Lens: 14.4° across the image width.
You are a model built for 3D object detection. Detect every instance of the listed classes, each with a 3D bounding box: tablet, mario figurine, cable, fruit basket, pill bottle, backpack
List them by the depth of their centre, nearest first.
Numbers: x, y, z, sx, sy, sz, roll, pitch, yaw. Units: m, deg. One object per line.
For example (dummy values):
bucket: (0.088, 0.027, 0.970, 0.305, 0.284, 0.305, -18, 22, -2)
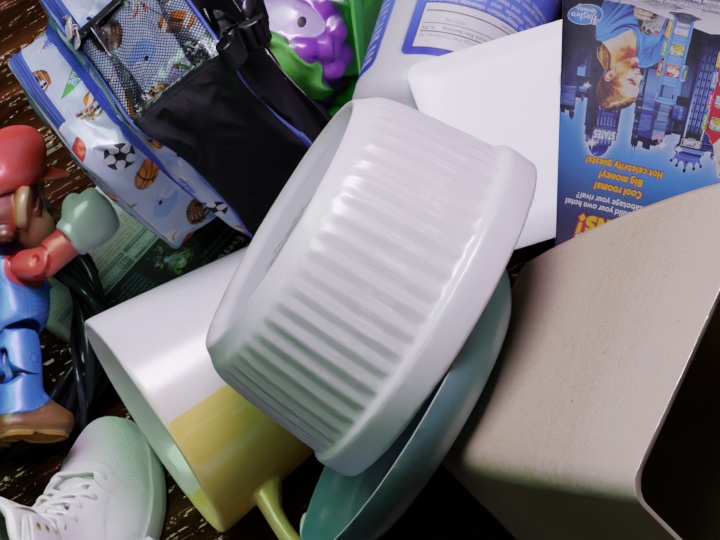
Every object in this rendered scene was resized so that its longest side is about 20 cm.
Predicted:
backpack: (-0.116, -0.121, 1.694, 0.154, 0.200, 0.191, -31, 58, 3)
tablet: (0.140, -0.093, 1.716, 0.200, 0.014, 0.130, -17, 75, -9)
mario figurine: (-0.206, 0.009, 1.773, 0.123, 0.106, 0.200, -1, 82, 4)
pill bottle: (0.058, -0.125, 1.793, 0.112, 0.112, 0.200, 0, 56, 28)
fruit basket: (-0.095, -0.132, 1.836, 0.215, 0.156, 0.216, -5, 25, 2)
cable: (-0.232, 0.042, 1.840, 0.163, 0.051, 0.200, -47, 52, 9)

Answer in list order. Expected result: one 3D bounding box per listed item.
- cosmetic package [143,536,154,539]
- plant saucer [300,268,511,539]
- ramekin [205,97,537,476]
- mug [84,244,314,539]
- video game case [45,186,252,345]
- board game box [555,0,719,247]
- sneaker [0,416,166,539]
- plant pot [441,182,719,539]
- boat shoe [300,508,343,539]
cosmetic package: (-0.152, 0.261, 1.588, 0.200, 0.052, 0.151, -48, 26, 1)
plant saucer: (0.030, 0.075, 1.559, 0.200, 0.027, 0.200, -58, 8, 12)
ramekin: (0.000, 0.000, 1.547, 0.200, 0.105, 0.200, -57, 9, 14)
mug: (-0.053, 0.069, 1.709, 0.153, 0.187, 0.149, -33, 13, -11)
video game case: (-0.114, -0.019, 1.864, 0.182, 0.023, 0.200, 30, 72, 41)
board game box: (0.190, -0.055, 1.633, 0.200, 0.062, 0.200, 15, 92, 33)
sneaker: (-0.180, 0.151, 1.703, 0.074, 0.116, 0.200, -9, 50, 25)
plant pot: (0.164, 0.083, 1.529, 0.177, 0.200, 0.200, 1, 55, 45)
boat shoe: (0.020, 0.210, 1.580, 0.062, 0.073, 0.200, -26, 52, 5)
